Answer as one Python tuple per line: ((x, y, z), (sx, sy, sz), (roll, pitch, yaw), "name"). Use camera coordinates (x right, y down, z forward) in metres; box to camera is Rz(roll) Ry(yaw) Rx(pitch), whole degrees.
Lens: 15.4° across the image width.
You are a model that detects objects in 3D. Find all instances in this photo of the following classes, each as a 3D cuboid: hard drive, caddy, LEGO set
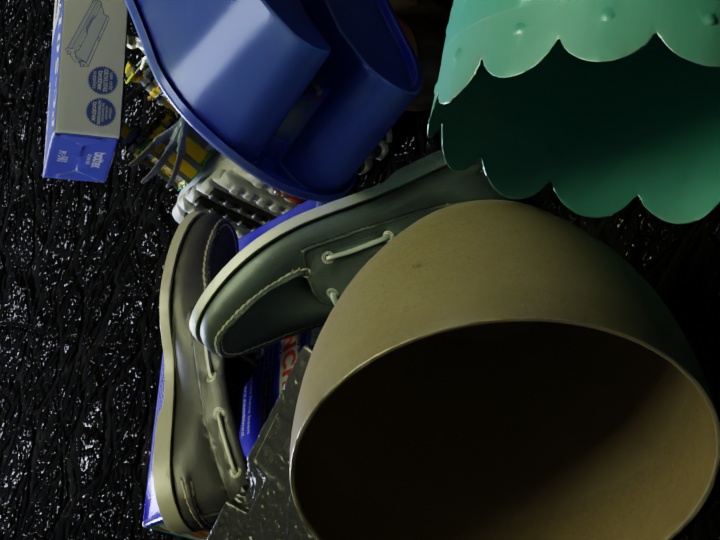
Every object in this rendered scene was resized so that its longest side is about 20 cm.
((0.014, 0.150, 1.399), (0.200, 0.038, 0.140), (42, 117, 34), "hard drive")
((-0.056, -0.123, 1.460), (0.105, 0.141, 0.200), (-48, 41, 24), "caddy")
((-0.120, -0.155, 1.736), (0.154, 0.116, 0.200), (-46, 14, 24), "LEGO set")

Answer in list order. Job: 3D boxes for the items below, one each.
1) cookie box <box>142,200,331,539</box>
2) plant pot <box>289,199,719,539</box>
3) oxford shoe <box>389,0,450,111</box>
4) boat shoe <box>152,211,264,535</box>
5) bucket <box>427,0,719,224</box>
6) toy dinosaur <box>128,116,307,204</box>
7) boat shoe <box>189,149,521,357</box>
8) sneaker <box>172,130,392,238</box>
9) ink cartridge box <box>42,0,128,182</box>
((-0.049, 0.066, 1.606), (0.200, 0.075, 0.171), (-26, 55, 57), "cookie box")
((0.063, 0.045, 1.275), (0.200, 0.200, 0.135), (-53, 28, 36), "plant pot")
((0.013, -0.144, 1.602), (0.200, 0.072, 0.071), (-121, 44, -55), "oxford shoe")
((-0.077, 0.056, 1.537), (0.063, 0.073, 0.200), (-9, 61, 21), "boat shoe")
((0.135, -0.116, 1.214), (0.207, 0.207, 0.135), (-23, 56, 58), "bucket")
((-0.059, -0.134, 1.583), (0.200, 0.182, 0.105), (-39, -2, -14), "toy dinosaur")
((0.000, 0.000, 1.471), (0.200, 0.073, 0.062), (-29, 59, 2), "boat shoe")
((-0.047, -0.079, 1.692), (0.200, 0.075, 0.081), (-33, 40, 42), "sneaker")
((-0.172, -0.165, 1.696), (0.094, 0.044, 0.200), (126, 147, -71), "ink cartridge box")
